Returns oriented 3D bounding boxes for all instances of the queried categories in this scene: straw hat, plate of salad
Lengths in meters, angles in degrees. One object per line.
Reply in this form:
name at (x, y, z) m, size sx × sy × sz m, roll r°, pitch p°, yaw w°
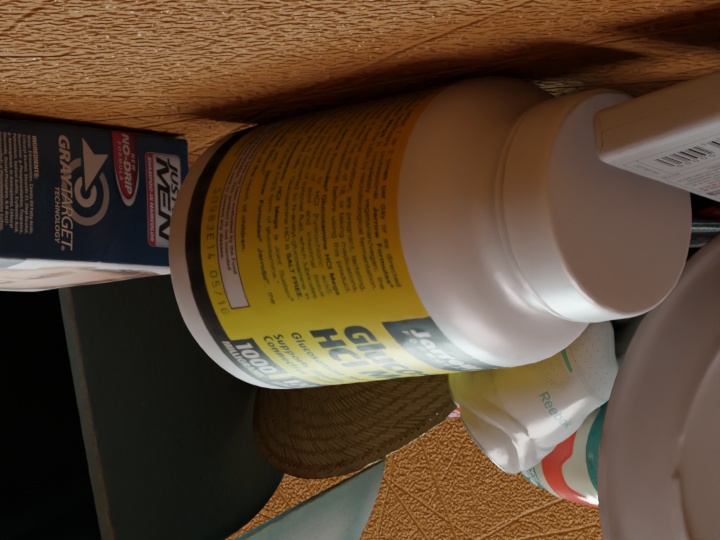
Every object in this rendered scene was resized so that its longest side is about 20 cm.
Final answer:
straw hat at (0.000, 0.000, 1.182) m, size 0.201 × 0.201 × 0.085 m, roll -9°, pitch 134°, yaw 46°
plate of salad at (0.171, 0.069, 0.988) m, size 0.200 × 0.200 × 0.048 m, roll 0°, pitch -171°, yaw -32°

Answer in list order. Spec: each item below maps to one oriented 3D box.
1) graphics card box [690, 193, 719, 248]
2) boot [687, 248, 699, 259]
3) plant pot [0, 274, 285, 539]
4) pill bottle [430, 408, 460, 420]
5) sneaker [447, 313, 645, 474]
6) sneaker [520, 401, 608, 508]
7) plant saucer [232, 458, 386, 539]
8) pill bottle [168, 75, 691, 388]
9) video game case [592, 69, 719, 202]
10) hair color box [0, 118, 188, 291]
graphics card box at (0.191, -0.044, 1.059) m, size 0.125 × 0.051 × 0.200 m, roll -2°, pitch 175°, yaw -14°
boot at (0.143, -0.004, 1.255) m, size 0.162 × 0.073 × 0.198 m, roll -8°, pitch -177°, yaw 43°
plant pot at (-0.142, 0.059, 1.275) m, size 0.196 × 0.196 × 0.200 m, roll -7°, pitch -177°, yaw 40°
pill bottle at (0.007, 0.036, 1.447) m, size 0.200 × 0.116 × 0.116 m, roll -8°, pitch 172°, yaw 43°
sneaker at (0.095, 0.004, 1.028) m, size 0.080 × 0.200 × 0.070 m, roll -31°, pitch 116°, yaw 28°
sneaker at (0.148, 0.041, 1.061) m, size 0.200 × 0.070 × 0.093 m, roll -36°, pitch -160°, yaw -33°
plant saucer at (-0.067, 0.157, 1.186) m, size 0.201 × 0.039 × 0.201 m, roll -29°, pitch 177°, yaw -2°
pill bottle at (0.026, -0.015, 0.943) m, size 0.112 × 0.113 × 0.200 m, roll 2°, pitch 172°, yaw -44°
video game case at (0.214, -0.056, 0.844) m, size 0.200 × 0.022 × 0.182 m, roll -18°, pitch 159°, yaw 38°
hair color box at (-0.171, -0.027, 0.985) m, size 0.100 × 0.061 × 0.200 m, roll -7°, pitch 174°, yaw 38°
